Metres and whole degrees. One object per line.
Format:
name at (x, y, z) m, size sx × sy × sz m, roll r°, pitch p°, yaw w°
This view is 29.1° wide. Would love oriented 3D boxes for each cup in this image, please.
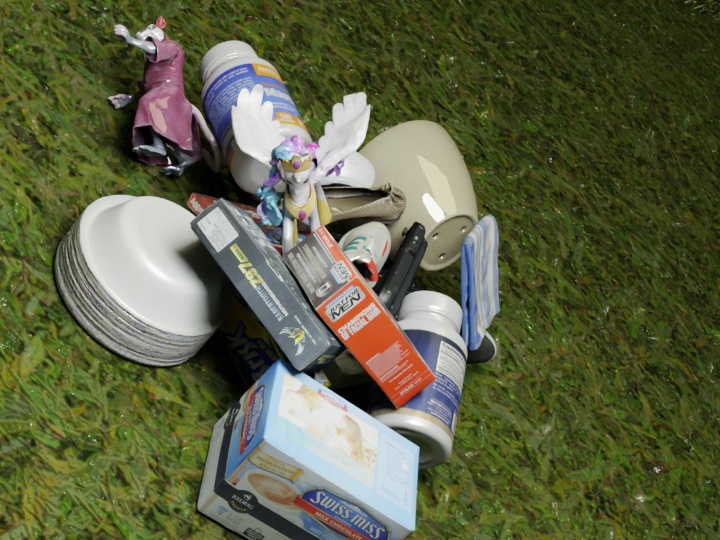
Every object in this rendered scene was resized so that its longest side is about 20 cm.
cup at (0.083, -0.083, 1.917) m, size 0.199 × 0.201 × 0.144 m, roll 6°, pitch 35°, yaw -46°

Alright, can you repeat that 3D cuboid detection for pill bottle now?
pill bottle at (0.071, 0.130, 1.701) m, size 0.110 × 0.111 × 0.202 m, roll 30°, pitch 52°, yaw -23°
pill bottle at (-0.140, -0.202, 1.781) m, size 0.111 × 0.112 × 0.201 m, roll 14°, pitch 38°, yaw -41°

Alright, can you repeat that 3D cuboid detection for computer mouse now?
computer mouse at (-0.078, -0.142, 1.836) m, size 0.197 × 0.044 × 0.111 m, roll 3°, pitch 58°, yaw -1°
computer mouse at (0.010, 0.008, 1.917) m, size 0.199 × 0.034 × 0.059 m, roll 35°, pitch 48°, yaw -7°

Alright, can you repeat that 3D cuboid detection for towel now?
towel at (0.160, 0.013, 1.844) m, size 0.200 × 0.023 × 0.149 m, roll -41°, pitch 130°, yaw -71°

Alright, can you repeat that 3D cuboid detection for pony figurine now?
pony figurine at (-0.067, -0.112, 1.626) m, size 0.164 × 0.201 × 0.195 m, roll -3°, pitch 47°, yaw 1°

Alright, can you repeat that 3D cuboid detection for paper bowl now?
paper bowl at (-0.233, -0.001, 1.557) m, size 0.199 × 0.104 × 0.202 m, roll 31°, pitch 33°, yaw -23°

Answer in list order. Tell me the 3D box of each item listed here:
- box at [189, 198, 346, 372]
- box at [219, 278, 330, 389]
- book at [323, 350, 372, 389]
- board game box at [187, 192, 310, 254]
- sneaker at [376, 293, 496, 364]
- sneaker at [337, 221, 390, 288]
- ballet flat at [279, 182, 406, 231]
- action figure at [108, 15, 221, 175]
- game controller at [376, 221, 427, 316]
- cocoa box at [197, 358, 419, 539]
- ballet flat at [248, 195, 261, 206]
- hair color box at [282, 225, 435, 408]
box at (-0.098, 0.020, 1.533) m, size 0.201 × 0.051 × 0.158 m, roll 54°, pitch 4°, yaw 6°
box at (-0.116, 0.073, 1.638) m, size 0.064 × 0.070 × 0.201 m, roll 5°, pitch 48°, yaw -49°
book at (-0.042, 0.053, 1.780) m, size 0.133 × 0.048 × 0.201 m, roll -3°, pitch 56°, yaw -54°
board game box at (-0.116, -0.047, 1.730) m, size 0.199 × 0.020 × 0.103 m, roll 11°, pitch 25°, yaw -50°
sneaker at (0.104, 0.099, 1.854) m, size 0.198 × 0.071 × 0.099 m, roll 22°, pitch 20°, yaw -22°
sneaker at (0.000, 0.000, 1.718) m, size 0.200 × 0.093 × 0.071 m, roll -41°, pitch 112°, yaw -44°
ballet flat at (-0.029, -0.088, 1.784) m, size 0.197 × 0.047 × 0.068 m, roll -2°, pitch 49°, yaw -24°
action figure at (-0.245, -0.234, 1.763) m, size 0.147 × 0.134 × 0.203 m, roll 2°, pitch 69°, yaw -10°
game controller at (0.037, 0.020, 1.772) m, size 0.042 × 0.105 × 0.201 m, roll 33°, pitch 37°, yaw -3°
cocoa box at (-0.051, 0.219, 1.478) m, size 0.199 × 0.131 × 0.134 m, roll 34°, pitch 32°, yaw -17°
ballet flat at (-0.098, -0.143, 1.917) m, size 0.068 × 0.072 × 0.200 m, roll 16°, pitch 21°, yaw 23°
hair color box at (0.000, 0.054, 1.583) m, size 0.200 × 0.064 × 0.111 m, roll 51°, pitch 3°, yaw -41°
